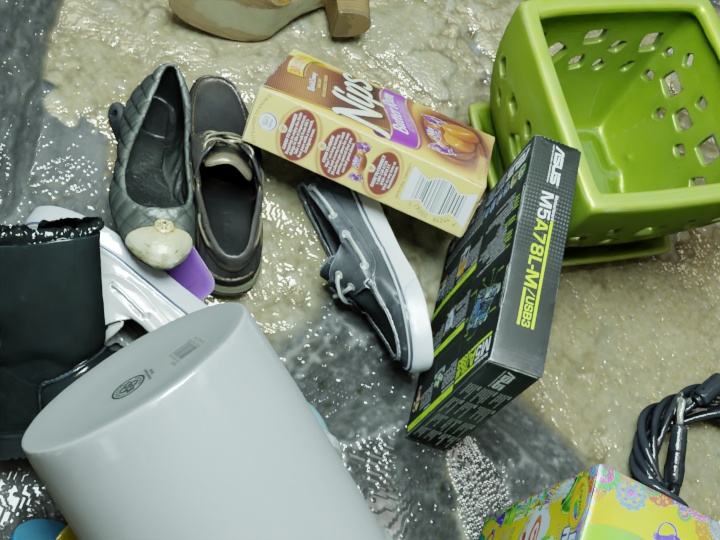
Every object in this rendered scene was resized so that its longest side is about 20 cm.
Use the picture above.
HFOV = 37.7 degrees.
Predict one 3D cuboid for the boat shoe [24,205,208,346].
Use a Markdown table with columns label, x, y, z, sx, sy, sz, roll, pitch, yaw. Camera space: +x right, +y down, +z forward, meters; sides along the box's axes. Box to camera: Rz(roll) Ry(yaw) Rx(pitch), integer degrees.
| label | x | y | z | sx | sy | sz | roll | pitch | yaw |
| --- | --- | --- | --- | --- | --- | --- | --- | --- | --- |
| boat shoe | -0.183 | 0.027 | 0.810 | 0.199 | 0.074 | 0.065 | 34 | 57 | 0 |

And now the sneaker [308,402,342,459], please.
| label | x | y | z | sx | sy | sz | roll | pitch | yaw |
| --- | --- | --- | --- | --- | --- | --- | --- | --- | --- |
| sneaker | -0.118 | 0.150 | 0.792 | 0.199 | 0.074 | 0.082 | -15 | 43 | -18 |

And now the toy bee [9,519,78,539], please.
| label | x | y | z | sx | sy | sz | roll | pitch | yaw |
| --- | --- | --- | --- | --- | --- | --- | --- | --- | --- |
| toy bee | -0.228 | 0.223 | 0.691 | 0.199 | 0.109 | 0.132 | 0 | 110 | 1 |

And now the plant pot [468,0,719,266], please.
| label | x | y | z | sx | sy | sz | roll | pitch | yaw |
| --- | --- | --- | --- | --- | --- | --- | --- | --- | --- |
| plant pot | 0.216 | -0.110 | 0.940 | 0.198 | 0.182 | 0.201 | -7 | 69 | -21 |

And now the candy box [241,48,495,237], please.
| label | x | y | z | sx | sy | sz | roll | pitch | yaw |
| --- | --- | --- | --- | --- | --- | --- | --- | --- | --- |
| candy box | 0.011 | -0.111 | 0.894 | 0.199 | 0.057 | 0.117 | 22 | 29 | -1 |

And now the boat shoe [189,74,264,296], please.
| label | x | y | z | sx | sy | sz | roll | pitch | yaw |
| --- | --- | --- | --- | --- | --- | --- | --- | --- | --- |
| boat shoe | -0.108 | -0.081 | 0.881 | 0.074 | 0.073 | 0.201 | -3 | 68 | -20 |

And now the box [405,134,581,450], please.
| label | x | y | z | sx | sy | sz | roll | pitch | yaw |
| --- | --- | --- | --- | --- | --- | --- | --- | --- | --- |
| box | 0.102 | 0.024 | 0.833 | 0.047 | 0.200 | 0.194 | 17 | 62 | -8 |

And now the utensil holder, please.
| label | x | y | z | sx | sy | sz | roll | pitch | yaw |
| --- | --- | --- | --- | --- | --- | --- | --- | --- | --- |
| utensil holder | -0.091 | 0.146 | 0.658 | 0.170 | 0.170 | 0.201 | -38 | 107 | -28 |

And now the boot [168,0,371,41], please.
| label | x | y | z | sx | sy | sz | roll | pitch | yaw |
| --- | --- | --- | --- | --- | --- | --- | --- | --- | --- |
| boot | -0.087 | -0.291 | 0.992 | 0.200 | 0.071 | 0.145 | 1 | 61 | -21 |

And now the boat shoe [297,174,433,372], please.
| label | x | y | z | sx | sy | sz | roll | pitch | yaw |
| --- | --- | --- | --- | --- | --- | --- | --- | --- | --- |
| boat shoe | 0.000 | 0.000 | 0.883 | 0.067 | 0.072 | 0.201 | -15 | 67 | -17 |

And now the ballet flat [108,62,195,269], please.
| label | x | y | z | sx | sy | sz | roll | pitch | yaw |
| --- | --- | --- | --- | --- | --- | --- | --- | --- | --- |
| ballet flat | -0.162 | -0.084 | 0.829 | 0.066 | 0.057 | 0.201 | 8 | 48 | -23 |

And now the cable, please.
| label | x | y | z | sx | sy | sz | roll | pitch | yaw |
| --- | --- | --- | --- | --- | --- | --- | --- | --- | --- |
| cable | 0.327 | 0.194 | 0.917 | 0.163 | 0.051 | 0.201 | -22 | 76 | -25 |

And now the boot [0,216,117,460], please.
| label | x | y | z | sx | sy | sz | roll | pitch | yaw |
| --- | --- | --- | --- | --- | --- | --- | --- | --- | --- |
| boot | -0.190 | 0.043 | 0.751 | 0.197 | 0.073 | 0.164 | -7 | 99 | -1 |

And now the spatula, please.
| label | x | y | z | sx | sy | sz | roll | pitch | yaw |
| --- | --- | --- | --- | --- | --- | --- | --- | --- | --- |
| spatula | -0.174 | -0.057 | 0.872 | 0.020 | 0.056 | 0.201 | 8 | 51 | -52 |

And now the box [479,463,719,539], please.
| label | x | y | z | sx | sy | sz | roll | pitch | yaw |
| --- | --- | --- | --- | --- | --- | --- | --- | --- | --- |
| box | 0.149 | 0.270 | 0.744 | 0.122 | 0.193 | 0.201 | 26 | 62 | -5 |
